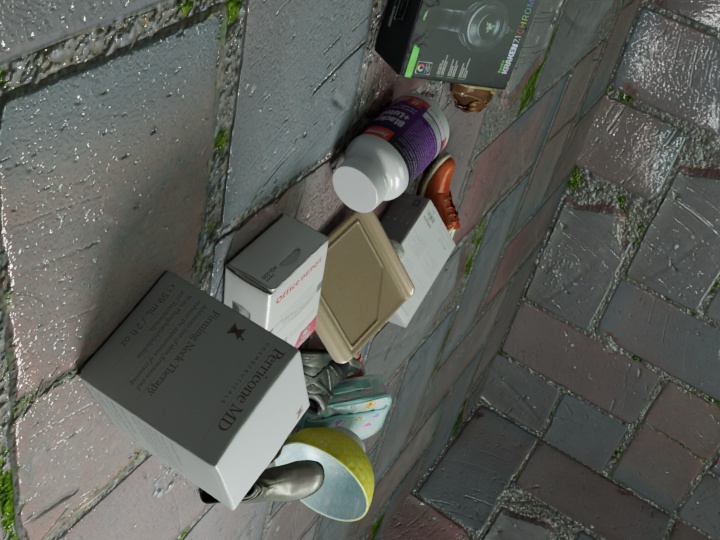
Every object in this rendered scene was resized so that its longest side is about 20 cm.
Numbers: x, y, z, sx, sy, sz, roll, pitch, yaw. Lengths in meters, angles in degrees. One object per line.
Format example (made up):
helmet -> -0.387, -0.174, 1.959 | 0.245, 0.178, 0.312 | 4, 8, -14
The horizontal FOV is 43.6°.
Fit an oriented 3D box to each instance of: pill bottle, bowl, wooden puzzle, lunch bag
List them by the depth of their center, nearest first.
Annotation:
pill bottle -> 0.044, -0.179, 1.390 | 0.200, 0.111, 0.112 | -48, 159, -36
wooden puzzle -> -0.016, 0.022, 1.480 | 0.200, 0.037, 0.186 | -42, 113, -30
bowl -> -0.049, 0.356, 1.674 | 0.108, 0.199, 0.201 | -50, 160, -42
lunch bag -> -0.044, 0.277, 1.757 | 0.198, 0.077, 0.161 | -8, 143, -25

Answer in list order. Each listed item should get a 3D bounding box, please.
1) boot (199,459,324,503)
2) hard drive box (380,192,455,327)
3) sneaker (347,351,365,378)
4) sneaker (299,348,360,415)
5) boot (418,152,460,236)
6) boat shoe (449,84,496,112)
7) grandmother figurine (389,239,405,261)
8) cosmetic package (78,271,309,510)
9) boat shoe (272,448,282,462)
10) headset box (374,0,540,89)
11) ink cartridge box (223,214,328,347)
boot -> -0.167, 0.375, 1.555 | 0.131, 0.198, 0.068 | 37, 41, -76
hard drive box -> 0.081, -0.021, 1.707 | 0.201, 0.076, 0.156 | -57, 140, -18
sneaker -> -0.022, 0.168, 1.781 | 0.074, 0.086, 0.201 | -44, 156, -45
sneaker -> -0.069, 0.203, 1.656 | 0.199, 0.076, 0.115 | 9, 90, -63
boot -> 0.167, -0.135, 1.819 | 0.075, 0.107, 0.201 | -29, 142, -57
boat shoe -> 0.210, -0.328, 1.693 | 0.068, 0.072, 0.200 | -68, 164, 15
grandmother figurine -> 0.000, 0.000, 1.553 | 0.199, 0.122, 0.060 | -30, -169, -34
cosmetic package -> -0.190, 0.144, 1.078 | 0.168, 0.199, 0.167 | -53, 161, -25
boat shoe -> -0.173, 0.317, 1.610 | 0.073, 0.064, 0.201 | -50, 164, -34
headset box -> 0.132, -0.360, 1.258 | 0.198, 0.093, 0.175 | 1, 125, -28
ink cartridge box -> -0.126, 0.043, 1.297 | 0.146, 0.084, 0.201 | -46, 159, -41
